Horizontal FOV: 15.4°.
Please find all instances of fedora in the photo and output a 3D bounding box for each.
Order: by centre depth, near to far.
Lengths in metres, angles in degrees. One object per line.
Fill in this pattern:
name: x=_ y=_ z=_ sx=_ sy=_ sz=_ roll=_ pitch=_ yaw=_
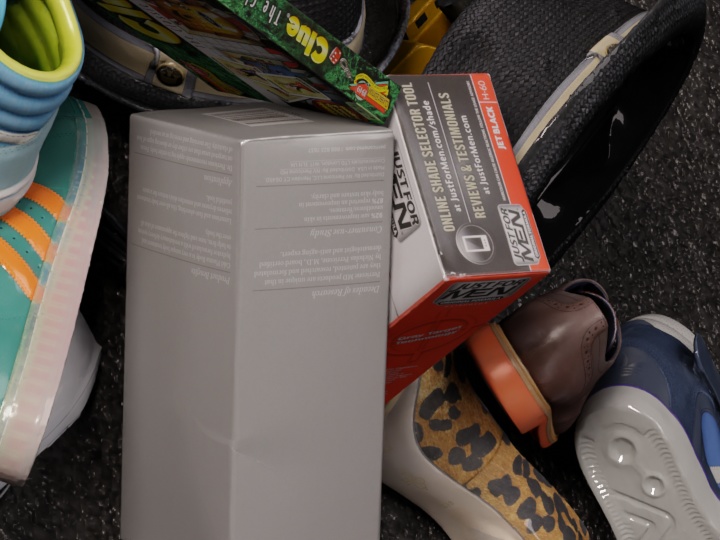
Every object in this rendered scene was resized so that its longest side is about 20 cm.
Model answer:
fedora: x=-0.070 y=-0.161 z=1.255 sx=0.199 sy=0.092 sz=0.201 roll=6 pitch=49 yaw=-7
fedora: x=0.079 y=-0.076 z=1.281 sx=0.091 sy=0.201 sz=0.200 roll=36 pitch=38 yaw=14

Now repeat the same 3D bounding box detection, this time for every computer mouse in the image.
computer mouse: x=-0.143 y=0.035 z=1.185 sx=0.110 sy=0.044 sz=0.200 roll=49 pitch=42 yaw=-16

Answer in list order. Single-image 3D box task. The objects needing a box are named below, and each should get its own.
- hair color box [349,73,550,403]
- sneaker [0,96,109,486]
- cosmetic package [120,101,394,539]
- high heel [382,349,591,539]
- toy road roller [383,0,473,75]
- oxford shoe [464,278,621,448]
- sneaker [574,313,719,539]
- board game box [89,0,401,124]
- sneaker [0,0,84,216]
hair color box: x=0.000 y=0.000 z=1.224 sx=0.061 sy=0.200 sz=0.102 roll=-3 pitch=68 yaw=-32
sneaker: x=-0.158 y=-0.005 z=1.124 sx=0.080 sy=0.071 sz=0.201 roll=18 pitch=47 yaw=-13
cosmetic package: x=-0.047 y=0.032 z=1.169 sx=0.090 sy=0.107 sz=0.201 roll=-7 pitch=105 yaw=-33
high heel: x=0.053 y=0.074 z=1.347 sx=0.142 sy=0.071 sz=0.201 roll=-1 pitch=79 yaw=-47
toy road roller: x=0.047 y=-0.077 z=1.411 sx=0.200 sy=0.146 sz=0.123 roll=-47 pitch=108 yaw=-10
oxford shoe: x=0.103 y=0.044 z=1.356 sx=0.071 sy=0.072 sz=0.200 roll=58 pitch=5 yaw=3
sneaker: x=0.181 y=0.120 z=1.448 sx=0.201 sy=0.080 sz=0.147 roll=66 pitch=25 yaw=-17
board game box: x=-0.079 y=-0.116 z=1.096 sx=0.200 sy=0.105 sz=0.024 roll=33 pitch=78 yaw=-47
sneaker: x=-0.196 y=-0.115 z=1.052 sx=0.199 sy=0.131 sz=0.080 roll=30 pitch=48 yaw=-13
